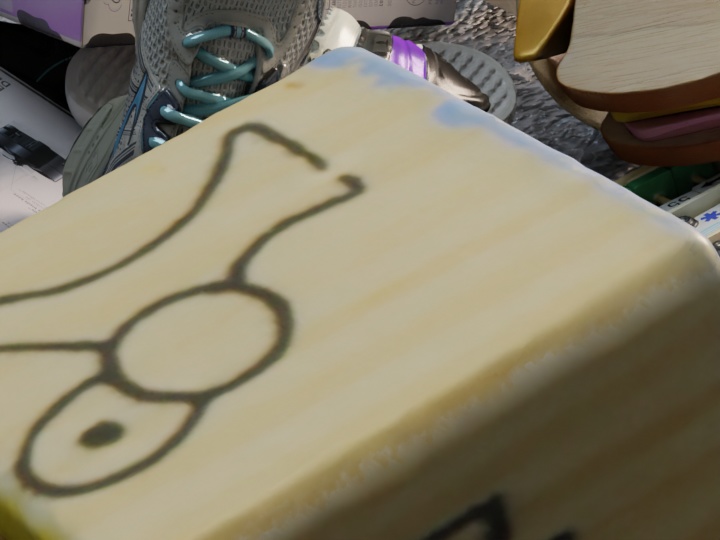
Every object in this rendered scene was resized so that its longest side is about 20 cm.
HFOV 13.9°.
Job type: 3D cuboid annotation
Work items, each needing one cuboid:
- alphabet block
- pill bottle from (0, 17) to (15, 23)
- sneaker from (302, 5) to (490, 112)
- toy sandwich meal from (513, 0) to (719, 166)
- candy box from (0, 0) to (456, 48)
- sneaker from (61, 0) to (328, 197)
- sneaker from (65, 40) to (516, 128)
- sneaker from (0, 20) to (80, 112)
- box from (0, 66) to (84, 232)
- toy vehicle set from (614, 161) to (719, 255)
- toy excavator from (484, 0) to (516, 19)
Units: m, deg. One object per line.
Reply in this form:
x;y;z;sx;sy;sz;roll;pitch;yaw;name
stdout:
-0.013;0.080;0.878;0.200;0.197;0.195;-29;35;-22;alphabet block
-0.153;-0.074;1.441;0.200;0.112;0.111;-26;25;-13;pill bottle
0.000;0.000;1.171;0.070;0.099;0.200;132;157;-75;sneaker
0.142;-0.138;1.252;0.205;0.070;0.205;-14;59;23;toy sandwich meal
-0.083;-0.154;1.310;0.200;0.072;0.168;-7;20;-36;candy box
-0.057;-0.055;1.139;0.078;0.200;0.086;7;46;-19;sneaker
-0.034;-0.057;1.309;0.200;0.082;0.074;5;50;-10;sneaker
-0.114;-0.087;1.362;0.075;0.200;0.079;-26;46;67;sneaker
-0.181;-0.016;1.220;0.117;0.060;0.200;33;30;8;box
0.147;-0.016;1.195;0.200;0.027;0.124;-28;25;-18;toy vehicle set
0.078;-0.190;1.558;0.194;0.100;0.200;2;46;38;toy excavator
